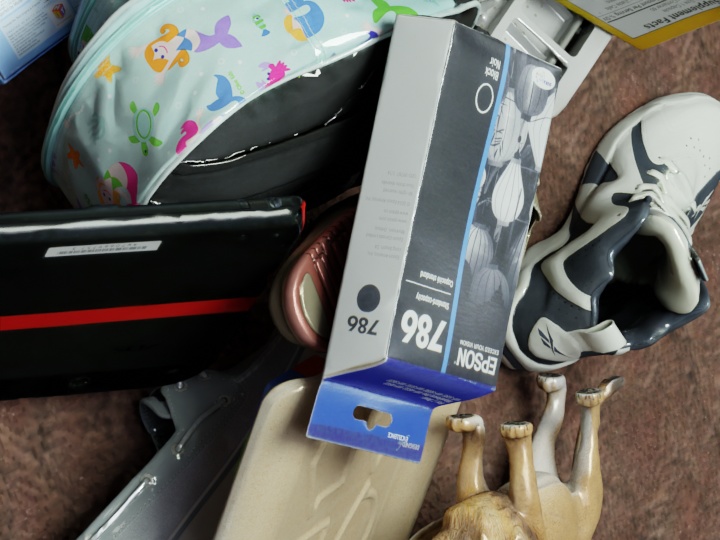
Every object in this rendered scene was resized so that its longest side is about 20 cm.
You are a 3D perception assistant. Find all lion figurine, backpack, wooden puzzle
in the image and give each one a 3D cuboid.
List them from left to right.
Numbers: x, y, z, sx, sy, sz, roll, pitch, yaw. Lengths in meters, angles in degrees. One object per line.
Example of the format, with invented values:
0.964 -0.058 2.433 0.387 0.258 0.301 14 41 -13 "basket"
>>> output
-0.060 -0.092 1.399 0.200 0.178 0.151 -34 76 -29 "backpack"
-0.023 0.105 1.445 0.200 0.046 0.186 -23 137 -58 "wooden puzzle"
0.089 0.128 1.524 0.200 0.072 0.123 -16 105 -52 "lion figurine"

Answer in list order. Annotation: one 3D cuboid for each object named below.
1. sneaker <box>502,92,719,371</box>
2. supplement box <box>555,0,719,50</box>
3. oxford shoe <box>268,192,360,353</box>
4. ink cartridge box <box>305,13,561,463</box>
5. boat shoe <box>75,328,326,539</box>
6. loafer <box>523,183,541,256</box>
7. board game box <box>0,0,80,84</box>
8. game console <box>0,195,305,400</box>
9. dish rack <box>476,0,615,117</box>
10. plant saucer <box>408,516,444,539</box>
0.164 -0.021 1.575 0.199 0.129 0.080 -40 112 -24 "sneaker"
0.109 -0.211 1.463 0.200 0.109 0.110 28 71 -23 "supplement box"
0.000 0.000 1.414 0.200 0.075 0.071 -28 104 -58 "oxford shoe"
0.036 -0.010 1.346 0.099 0.039 0.201 16 86 -55 "ink cartridge box"
-0.080 0.084 1.462 0.071 0.070 0.201 35 65 -2 "boat shoe"
0.064 -0.048 1.546 0.076 0.067 0.201 3 88 -32 "loafer"
-0.175 -0.215 1.410 0.151 0.037 0.200 -39 112 -25 "board game box"
-0.141 0.012 1.355 0.199 0.177 0.031 -5 63 -24 "game console"
0.053 -0.185 1.520 0.200 0.044 0.172 44 57 -14 "dish rack"
0.048 0.229 1.546 0.200 0.035 0.201 6 82 -48 "plant saucer"
